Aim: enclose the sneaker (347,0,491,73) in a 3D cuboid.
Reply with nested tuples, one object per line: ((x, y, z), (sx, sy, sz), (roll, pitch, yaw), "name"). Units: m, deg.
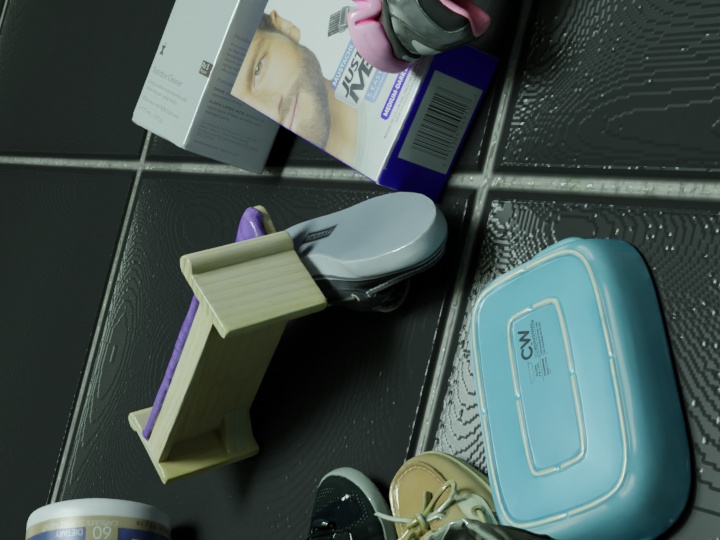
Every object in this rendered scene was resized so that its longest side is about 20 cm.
((0.040, -0.226, 0.799), (0.095, 0.079, 0.201), (-2, 95, 38), "sneaker")

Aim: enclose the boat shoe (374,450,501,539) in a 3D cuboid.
((0.060, 0.175, 0.731), (0.073, 0.062, 0.200), (-57, 39, 20), "boat shoe")

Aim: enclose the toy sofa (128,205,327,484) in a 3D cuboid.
((-0.104, 0.053, 0.911), (0.098, 0.083, 0.200), (56, 143, 25), "toy sofa")

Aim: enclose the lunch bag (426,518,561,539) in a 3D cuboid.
((0.100, 0.216, 0.577), (0.117, 0.164, 0.201), (-34, 51, 36), "lunch bag")

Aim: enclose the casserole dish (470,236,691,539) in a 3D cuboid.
((0.113, 0.068, 0.718), (0.121, 0.039, 0.201), (-29, 53, 36), "casserole dish")

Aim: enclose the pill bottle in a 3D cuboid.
((-0.200, 0.283, 0.974), (0.111, 0.111, 0.201), (-29, 55, 43), "pill bottle")

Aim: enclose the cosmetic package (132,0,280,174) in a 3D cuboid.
((-0.098, -0.192, 1.043), (0.113, 0.081, 0.201), (29, 101, 53), "cosmetic package")

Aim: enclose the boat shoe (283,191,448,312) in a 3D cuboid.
((0.000, 0.000, 0.882), (0.200, 0.066, 0.070), (-13, 34, 51), "boat shoe")

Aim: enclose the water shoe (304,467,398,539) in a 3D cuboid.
((-0.023, 0.218, 0.809), (0.071, 0.079, 0.201), (-25, 57, 45), "water shoe")

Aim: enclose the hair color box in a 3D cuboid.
((-0.003, -0.137, 0.926), (0.200, 0.065, 0.110), (35, 104, 48), "hair color box")
